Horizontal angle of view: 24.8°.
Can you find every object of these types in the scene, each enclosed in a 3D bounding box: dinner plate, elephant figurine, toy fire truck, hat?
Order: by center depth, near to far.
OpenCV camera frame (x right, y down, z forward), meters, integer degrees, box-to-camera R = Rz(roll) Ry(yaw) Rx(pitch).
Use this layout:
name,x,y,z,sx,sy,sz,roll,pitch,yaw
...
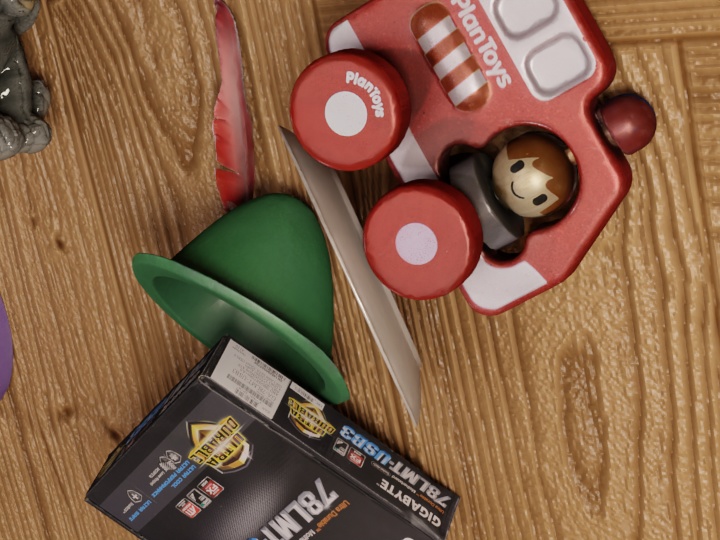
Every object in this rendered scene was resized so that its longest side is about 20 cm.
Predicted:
name,x,y,z,sx,sy,sz,roll,pitch,yaw
toy fire truck,0.071,-0.084,0.922,0.168,0.112,0.200,-29,92,25
dinner plate,0.000,0.000,0.992,0.024,0.200,0.200,-25,95,1
hat,-0.043,-0.033,1.093,0.165,0.176,0.200,22,161,28
elephant figurine,-0.271,-0.187,1.142,0.142,0.155,0.200,-121,35,-69

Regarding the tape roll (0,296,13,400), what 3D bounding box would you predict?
name,x,y,z,sx,sy,sz,roll,pitch,yaw
tape roll,-0.390,0.048,1.377,0.200,0.085,0.200,19,122,33

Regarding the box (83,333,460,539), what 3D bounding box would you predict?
name,x,y,z,sx,sy,sz,roll,pitch,yaw
box,-0.066,0.159,1.137,0.198,0.050,0.200,38,135,-9
